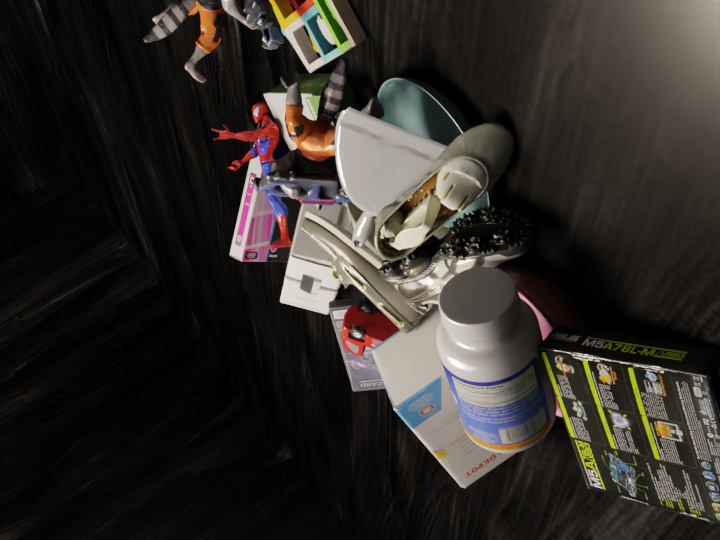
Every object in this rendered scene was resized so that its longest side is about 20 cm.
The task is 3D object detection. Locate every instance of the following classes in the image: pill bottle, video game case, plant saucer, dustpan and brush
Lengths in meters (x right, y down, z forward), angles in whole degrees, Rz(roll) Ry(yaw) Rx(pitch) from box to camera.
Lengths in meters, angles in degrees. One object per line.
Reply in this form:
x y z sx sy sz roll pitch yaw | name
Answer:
0.143 0.094 1.075 0.112 0.112 0.201 37 157 45 | pill bottle
0.040 0.111 1.524 0.201 0.141 0.019 75 -169 -46 | video game case
0.204 0.073 1.158 0.201 0.051 0.201 48 159 25 | plant saucer
0.020 -0.090 1.141 0.138 0.057 0.201 21 126 -2 | dustpan and brush
0.089 -0.134 1.146 0.200 0.027 0.201 49 161 23 | plant saucer

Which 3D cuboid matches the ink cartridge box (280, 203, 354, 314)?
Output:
-0.057 -0.041 1.467 0.083 0.146 0.200 14 158 -5 | ink cartridge box

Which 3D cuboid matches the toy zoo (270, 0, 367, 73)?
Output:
-0.066 -0.319 1.242 0.132 0.020 0.200 61 161 -11 | toy zoo

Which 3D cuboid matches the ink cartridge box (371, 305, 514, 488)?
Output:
0.128 0.163 1.281 0.200 0.128 0.126 52 -173 -34 | ink cartridge box

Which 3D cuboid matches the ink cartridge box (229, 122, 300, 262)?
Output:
-0.128 -0.112 1.477 0.037 0.094 0.202 22 105 41 | ink cartridge box

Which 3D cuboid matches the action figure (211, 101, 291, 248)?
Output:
-0.151 -0.130 1.388 0.065 0.098 0.203 178 88 -83 | action figure

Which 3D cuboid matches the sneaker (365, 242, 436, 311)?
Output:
0.080 0.023 1.346 0.200 0.079 0.130 57 160 1 | sneaker

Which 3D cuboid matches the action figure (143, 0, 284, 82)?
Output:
-0.175 -0.333 1.253 0.104 0.194 0.201 17 -147 -43 | action figure

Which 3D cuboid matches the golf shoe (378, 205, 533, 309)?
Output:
0.118 -0.007 1.107 0.199 0.078 0.095 -13 125 44 | golf shoe

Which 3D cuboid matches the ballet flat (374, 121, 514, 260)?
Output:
0.086 -0.074 1.052 0.067 0.064 0.200 35 130 -19 | ballet flat

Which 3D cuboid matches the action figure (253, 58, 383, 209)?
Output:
-0.021 -0.144 1.197 0.194 0.198 0.106 109 167 -54 | action figure

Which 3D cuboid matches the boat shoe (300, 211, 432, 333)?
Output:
-0.001 0.000 1.266 0.201 0.061 0.072 36 -173 9 | boat shoe

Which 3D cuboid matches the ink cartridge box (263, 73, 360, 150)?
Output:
-0.043 -0.199 1.319 0.199 0.059 0.105 17 137 59 | ink cartridge box

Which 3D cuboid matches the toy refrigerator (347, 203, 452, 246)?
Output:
0.072 -0.042 1.262 0.200 0.076 0.070 39 155 41 | toy refrigerator

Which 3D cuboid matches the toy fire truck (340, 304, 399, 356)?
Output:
0.064 0.131 1.468 0.198 0.049 0.142 18 143 8 | toy fire truck

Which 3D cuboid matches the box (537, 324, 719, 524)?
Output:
0.291 0.156 1.008 0.192 0.047 0.201 8 130 49 | box
